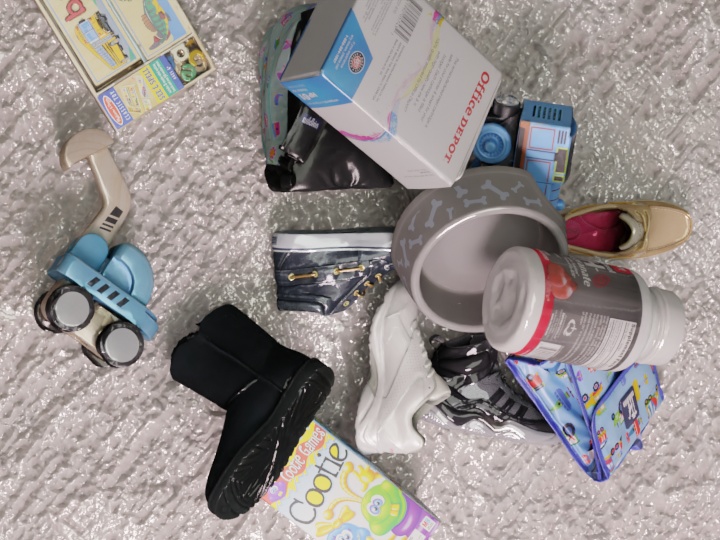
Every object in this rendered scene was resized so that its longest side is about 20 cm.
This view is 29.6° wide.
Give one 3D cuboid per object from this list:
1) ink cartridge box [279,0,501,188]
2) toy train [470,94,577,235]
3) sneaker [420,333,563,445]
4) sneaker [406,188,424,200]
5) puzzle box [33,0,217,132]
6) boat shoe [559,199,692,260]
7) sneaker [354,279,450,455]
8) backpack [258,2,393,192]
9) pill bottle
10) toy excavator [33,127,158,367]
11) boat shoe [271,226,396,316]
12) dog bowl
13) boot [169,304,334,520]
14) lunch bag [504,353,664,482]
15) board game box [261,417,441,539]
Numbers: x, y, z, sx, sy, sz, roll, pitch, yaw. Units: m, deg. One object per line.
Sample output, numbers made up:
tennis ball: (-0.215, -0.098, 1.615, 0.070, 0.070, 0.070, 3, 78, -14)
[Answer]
ink cartridge box: (0.035, -0.196, 1.393, 0.199, 0.084, 0.146, 37, 68, -30)
toy train: (0.175, -0.096, 1.517, 0.113, 0.087, 0.202, 10, 117, 9)
sneaker: (0.160, 0.133, 1.571, 0.198, 0.075, 0.115, 12, 92, -15)
sneaker: (0.102, -0.146, 1.536, 0.117, 0.074, 0.202, -23, 105, -19)
puzzle box: (-0.260, -0.267, 1.459, 0.132, 0.025, 0.201, -33, 102, -8)
boat shoe: (0.305, -0.044, 1.594, 0.198, 0.069, 0.075, -5, 96, -13)
sneaker: (0.056, 0.111, 1.518, 0.098, 0.078, 0.202, 6, 79, 12)
backpack: (-0.041, -0.187, 1.466, 0.165, 0.126, 0.203, -6, 96, -33)
pill bottle: (0.237, 0.045, 1.432, 0.198, 0.111, 0.112, 11, 92, -22)
toy excavator: (-0.275, -0.022, 1.451, 0.194, 0.100, 0.201, 38, 73, -16)
boat shoe: (0.000, 0.000, 1.526, 0.198, 0.071, 0.092, -1, 98, -4)
dog bowl: (0.134, -0.016, 1.470, 0.198, 0.059, 0.202, -7, 131, -8)
boot: (-0.143, 0.146, 1.452, 0.201, 0.167, 0.077, -55, 147, -15)
lunch bag: (0.275, 0.133, 1.578, 0.151, 0.093, 0.201, -47, 118, -37)
board game box: (-0.026, 0.250, 1.521, 0.200, 0.105, 0.103, 40, 86, -13)
